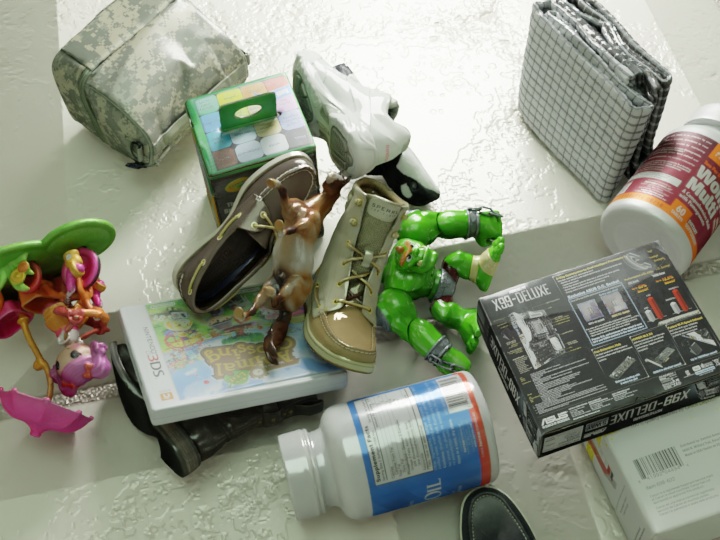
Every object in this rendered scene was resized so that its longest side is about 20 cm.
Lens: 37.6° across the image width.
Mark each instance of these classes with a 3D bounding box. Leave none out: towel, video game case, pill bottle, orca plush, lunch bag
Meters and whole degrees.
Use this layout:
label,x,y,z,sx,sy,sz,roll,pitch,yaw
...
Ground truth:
label,x,y,z,sx,sy,sz,roll,pitch,yaw
towel,0.274,-0.208,1.240,0.085,0.167,0.201,-25,57,-21
video game case,-0.135,0.078,1.088,0.198,0.022,0.182,-9,34,-20
pill bottle,0.025,0.174,1.019,0.198,0.113,0.113,-14,55,-6
orca plush,0.010,-0.149,1.252,0.071,0.105,0.201,-37,94,8
pill bottle,0.364,-0.092,1.185,0.109,0.110,0.200,32,63,23
lunch bag,-0.253,-0.234,1.301,0.167,0.140,0.200,32,63,24

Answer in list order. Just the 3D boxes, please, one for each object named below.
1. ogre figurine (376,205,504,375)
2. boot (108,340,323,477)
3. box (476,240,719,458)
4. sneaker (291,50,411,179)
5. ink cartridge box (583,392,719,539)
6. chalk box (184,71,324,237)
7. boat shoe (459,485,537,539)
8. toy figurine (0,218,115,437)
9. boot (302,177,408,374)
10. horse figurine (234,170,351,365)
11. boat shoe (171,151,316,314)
label,x,y,z,sx,sy,sz,roll,pitch,yaw
ogre figurine,0.081,0.013,1.141,0.118,0.098,0.202,17,85,-2
boot,-0.153,0.116,1.106,0.173,0.070,0.200,-28,54,-26
box,0.230,0.071,1.014,0.198,0.050,0.159,-18,55,-7
sneaker,-0.010,-0.180,1.186,0.098,0.078,0.201,-16,52,-23
ink cartridge box,0.299,0.159,1.030,0.143,0.084,0.202,-16,56,-7
chalk box,-0.118,-0.129,1.182,0.123,0.201,0.125,-16,54,-9
boat shoe,0.139,0.285,0.965,0.074,0.063,0.202,-11,54,-2
toy figurine,-0.313,0.073,1.095,0.199,0.150,0.186,-29,68,11
boot,0.000,0.000,1.077,0.071,0.156,0.200,19,21,-17
horse figurine,-0.072,-0.011,1.066,0.049,0.132,0.203,13,94,18
boat shoe,-0.114,-0.037,1.106,0.200,0.072,0.060,-45,37,2
